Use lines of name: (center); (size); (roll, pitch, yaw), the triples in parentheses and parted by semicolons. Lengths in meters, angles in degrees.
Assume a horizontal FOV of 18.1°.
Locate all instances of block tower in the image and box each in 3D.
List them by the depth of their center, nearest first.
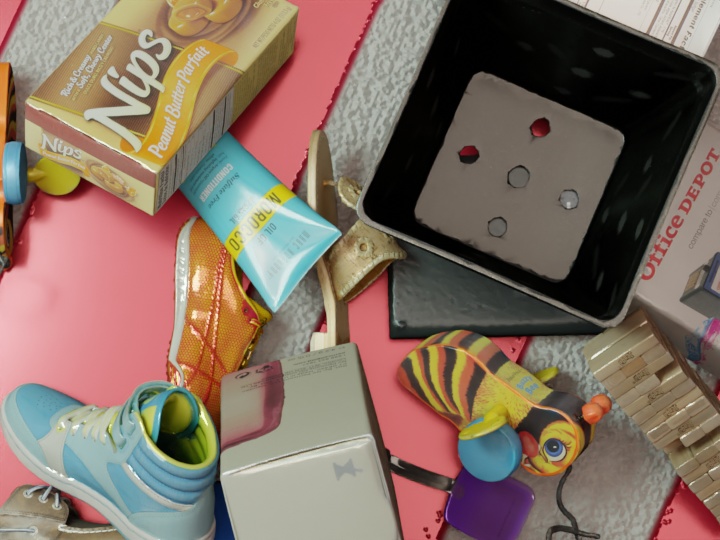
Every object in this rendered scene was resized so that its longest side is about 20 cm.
block tower: (0.239, 0.111, 1.655); (0.058, 0.054, 0.200); (-34, 120, 11)

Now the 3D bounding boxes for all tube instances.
tube: (-0.100, -0.064, 1.691); (0.200, 0.050, 0.077); (46, 108, 23)

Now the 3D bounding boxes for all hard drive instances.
hard drive: (0.119, -0.019, 1.730); (0.200, 0.033, 0.140); (-1, 85, -1)

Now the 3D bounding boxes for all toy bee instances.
toy bee: (0.131, 0.109, 1.678); (0.200, 0.131, 0.109); (37, 122, -13)
toy bee: (-0.290, -0.053, 1.706); (0.131, 0.109, 0.200); (18, 60, 9)

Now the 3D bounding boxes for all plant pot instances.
plant pot: (0.122, -0.078, 1.631); (0.199, 0.177, 0.200); (23, 84, 2)

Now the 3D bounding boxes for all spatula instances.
spatula: (0.035, 0.151, 1.717); (0.200, 0.021, 0.057); (24, 73, 4)

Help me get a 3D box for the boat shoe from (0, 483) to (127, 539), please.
boat shoe: (-0.245, 0.196, 1.685); (0.200, 0.072, 0.073); (-7, 83, -2)

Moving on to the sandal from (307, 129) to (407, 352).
sandal: (0.001, 0.000, 1.702); (0.070, 0.078, 0.212); (0, 92, 12)

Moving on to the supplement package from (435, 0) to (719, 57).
supplement package: (0.179, -0.238, 1.692); (0.200, 0.152, 0.151); (25, 85, 2)

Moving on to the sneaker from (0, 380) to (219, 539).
sneaker: (-0.177, 0.112, 1.649); (0.200, 0.131, 0.080); (32, 42, 20)

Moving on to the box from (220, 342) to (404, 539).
box: (-0.034, 0.150, 1.596); (0.109, 0.200, 0.128); (-14, 107, 1)

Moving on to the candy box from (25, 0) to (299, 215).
candy box: (-0.146, -0.145, 1.676); (0.115, 0.055, 0.200); (28, 56, 13)

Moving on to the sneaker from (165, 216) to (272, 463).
sneaker: (-0.107, 0.057, 1.700); (0.077, 0.073, 0.200); (3, 85, 0)

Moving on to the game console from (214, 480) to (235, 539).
game console: (-0.074, 0.290, 1.705); (0.200, 0.118, 0.171); (29, 116, 3)

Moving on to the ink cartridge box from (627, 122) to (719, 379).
ink cartridge box: (0.289, 0.002, 1.685); (0.200, 0.088, 0.145); (32, 79, -5)
